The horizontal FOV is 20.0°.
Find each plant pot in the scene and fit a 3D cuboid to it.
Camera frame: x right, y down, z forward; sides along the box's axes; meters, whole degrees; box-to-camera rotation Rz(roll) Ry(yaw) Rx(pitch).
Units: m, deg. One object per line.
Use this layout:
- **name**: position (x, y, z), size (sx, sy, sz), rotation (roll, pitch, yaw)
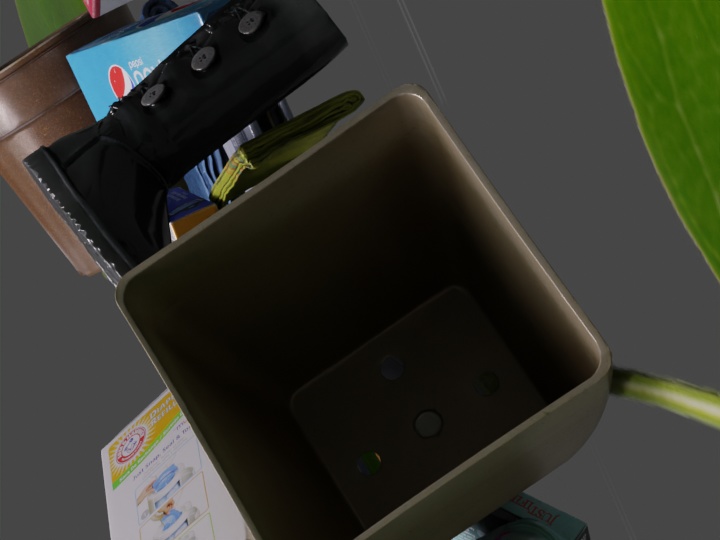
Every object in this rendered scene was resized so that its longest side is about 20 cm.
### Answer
- **plant pot**: position (-0.241, -0.116, 1.831), size (0.199, 0.200, 0.200), rotation (57, 169, -12)
- **plant pot**: position (0.019, 0.058, 1.119), size (0.200, 0.199, 0.177), rotation (56, -179, 26)

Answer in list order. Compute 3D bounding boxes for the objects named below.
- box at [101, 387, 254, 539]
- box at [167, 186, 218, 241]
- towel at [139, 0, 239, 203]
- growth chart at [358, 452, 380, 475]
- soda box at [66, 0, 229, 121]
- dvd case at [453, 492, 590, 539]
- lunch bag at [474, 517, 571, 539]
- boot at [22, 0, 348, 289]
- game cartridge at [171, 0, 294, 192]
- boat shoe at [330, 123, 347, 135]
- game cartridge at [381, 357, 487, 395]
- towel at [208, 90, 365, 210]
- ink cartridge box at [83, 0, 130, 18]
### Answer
- **box**: position (-0.077, 0.159, 1.214), size (0.112, 0.101, 0.200), rotation (41, -165, -28)
- **box**: position (-0.106, 0.022, 1.454), size (0.119, 0.041, 0.201), rotation (-155, 46, -70)
- **towel**: position (-0.133, -0.120, 1.670), size (0.112, 0.048, 0.201), rotation (52, 164, 44)
- **growth chart**: position (-0.018, 0.130, 1.224), size (0.145, 0.018, 0.200), rotation (54, -165, 19)
- **soda box**: position (-0.122, -0.143, 1.399), size (0.200, 0.064, 0.068), rotation (-6, 112, 56)
- **dvd case**: position (0.102, 0.208, 1.334), size (0.146, 0.022, 0.201), rotation (23, 145, 37)
- **lunch bag**: position (0.106, 0.245, 1.269), size (0.160, 0.077, 0.200), rotation (46, 152, 2)
- **boot**: position (-0.086, -0.080, 1.204), size (0.165, 0.200, 0.066), rotation (47, 169, 43)
- **game cartridge**: position (-0.079, -0.107, 1.503), size (0.201, 0.041, 0.133), rotation (66, 164, -13)
- **boat shoe**: position (0.000, 0.000, 1.325), size (0.070, 0.066, 0.201), rotation (49, 162, 48)
- **game cartridge**: position (0.014, 0.071, 1.308), size (0.199, 0.042, 0.133), rotation (33, 160, 4)
- **towel**: position (-0.051, -0.076, 1.333), size (0.018, 0.086, 0.200), rotation (63, 168, 1)
- **ink cartridge box**: position (-0.206, -0.308, 1.487), size (0.201, 0.083, 0.145), rotation (61, 168, 8)
